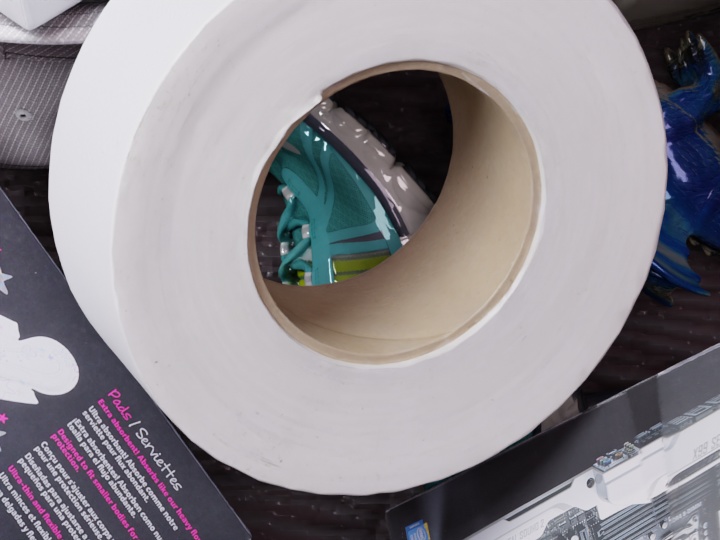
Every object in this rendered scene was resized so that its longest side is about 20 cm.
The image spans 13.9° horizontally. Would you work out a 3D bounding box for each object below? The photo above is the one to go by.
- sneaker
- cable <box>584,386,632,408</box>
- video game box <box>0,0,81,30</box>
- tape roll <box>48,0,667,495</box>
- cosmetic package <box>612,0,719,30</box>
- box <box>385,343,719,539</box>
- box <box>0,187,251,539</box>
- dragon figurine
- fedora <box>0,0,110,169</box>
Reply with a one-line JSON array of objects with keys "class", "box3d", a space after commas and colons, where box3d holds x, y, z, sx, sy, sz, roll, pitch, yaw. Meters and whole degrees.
[{"class": "sneaker", "box3d": [0.000, 0.000, 1.098, 0.080, 0.078, 0.200, -38, 79, -1]}, {"class": "cable", "box3d": [0.125, 0.123, 1.130, 0.199, 0.051, 0.164, -7, 86, -10]}, {"class": "video game box", "box3d": [-0.099, -0.181, 1.044, 0.200, 0.047, 0.182, -34, 52, -27]}, {"class": "tape roll", "box3d": [0.000, -0.030, 0.985, 0.202, 0.071, 0.203, -9, 114, -20]}, {"class": "cosmetic package", "box3d": [0.124, -0.156, 1.077, 0.071, 0.200, 0.106, -13, 88, -11]}, {"class": "box", "box3d": [0.099, 0.146, 1.001, 0.050, 0.157, 0.201, 22, 48, -47]}, {"class": "box", "box3d": [-0.156, 0.059, 1.038, 0.115, 0.132, 0.200, -36, 91, -32]}, {"class": "dragon figurine", "box3d": [0.121, -0.022, 1.137, 0.099, 0.059, 0.200, -43, 92, -10]}, {"class": "fedora", "box3d": [-0.109, -0.096, 1.068, 0.199, 0.177, 0.091, 4, 124, 2]}]
